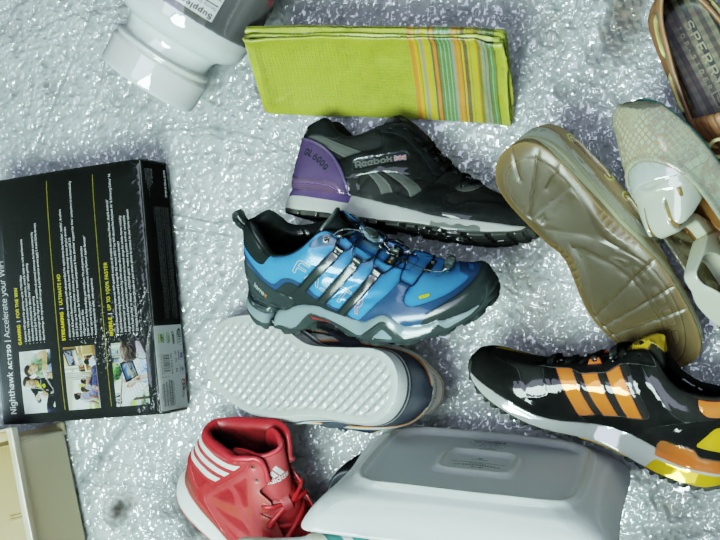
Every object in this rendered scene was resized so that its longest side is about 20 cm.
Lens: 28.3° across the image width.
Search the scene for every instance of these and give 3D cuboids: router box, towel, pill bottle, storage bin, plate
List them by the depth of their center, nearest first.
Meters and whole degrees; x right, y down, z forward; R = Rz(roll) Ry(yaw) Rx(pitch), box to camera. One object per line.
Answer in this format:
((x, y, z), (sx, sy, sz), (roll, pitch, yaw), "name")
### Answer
((0.079, 0.142, 0.964), (0.198, 0.200, 0.033), (3, 99, 13), "plate")
((0.014, -0.143, 1.061), (0.198, 0.086, 0.018), (4, 48, 16), "towel")
((-0.113, -0.227, 1.086), (0.110, 0.111, 0.201), (35, 100, 15), "pill bottle")
((-0.222, 0.019, 1.150), (0.148, 0.051, 0.202), (-6, 88, 20), "router box")
((-0.323, 0.242, 1.161), (0.197, 0.094, 0.202), (-15, 85, 17), "storage bin")

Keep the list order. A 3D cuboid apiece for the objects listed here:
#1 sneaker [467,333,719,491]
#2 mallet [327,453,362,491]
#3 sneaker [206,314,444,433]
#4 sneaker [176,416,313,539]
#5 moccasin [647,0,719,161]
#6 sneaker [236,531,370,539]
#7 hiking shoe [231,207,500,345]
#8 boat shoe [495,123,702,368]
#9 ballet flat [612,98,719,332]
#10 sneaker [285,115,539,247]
((0.176, 0.076, 1.000), (0.199, 0.070, 0.091), (22, 110, 15), "sneaker")
((0.034, 0.230, 1.077), (0.041, 0.066, 0.201), (-22, 98, 20), "mallet")
((-0.027, 0.082, 1.079), (0.199, 0.079, 0.079), (12, 90, 40), "sneaker")
((-0.055, 0.188, 1.055), (0.199, 0.078, 0.116), (35, 141, 15), "sneaker")
((0.260, -0.108, 0.978), (0.073, 0.078, 0.203), (-23, 83, 16), "moccasin")
((0.007, 0.201, 1.013), (0.198, 0.070, 0.094), (12, 66, 3), "sneaker")
((0.000, 0.000, 1.018), (0.199, 0.074, 0.087), (0, 120, 22), "hiking shoe")
((0.178, -0.022, 1.005), (0.074, 0.066, 0.200), (-29, 103, 39), "boat shoe")
((0.230, -0.026, 0.966), (0.200, 0.062, 0.067), (52, 143, -5), "ballet flat")
((0.041, -0.071, 1.056), (0.199, 0.076, 0.088), (9, 86, 18), "sneaker")
